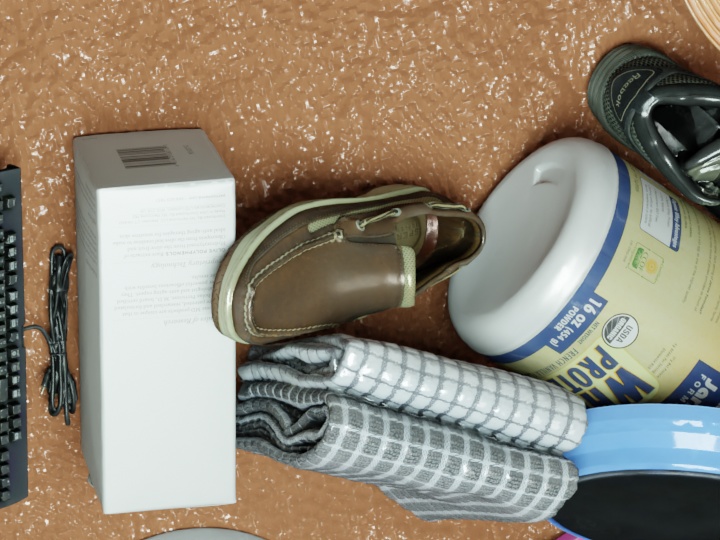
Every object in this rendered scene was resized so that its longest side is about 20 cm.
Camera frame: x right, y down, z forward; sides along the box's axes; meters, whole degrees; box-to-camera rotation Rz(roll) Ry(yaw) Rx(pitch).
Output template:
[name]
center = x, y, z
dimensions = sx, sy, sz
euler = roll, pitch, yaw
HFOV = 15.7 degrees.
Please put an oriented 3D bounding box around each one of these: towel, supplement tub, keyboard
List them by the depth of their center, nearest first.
[keyboard]
center = -0.205, 0.039, 1.514
dimensions = 0.127, 0.021, 0.201
euler = -20, 116, -53
[towel]
center = 0.019, 0.095, 1.529
dimensions = 0.165, 0.200, 0.086
euler = 14, 82, -20
[supplement tub]
center = 0.169, 0.026, 1.576
dimensions = 0.199, 0.144, 0.145
euler = 31, 99, -22

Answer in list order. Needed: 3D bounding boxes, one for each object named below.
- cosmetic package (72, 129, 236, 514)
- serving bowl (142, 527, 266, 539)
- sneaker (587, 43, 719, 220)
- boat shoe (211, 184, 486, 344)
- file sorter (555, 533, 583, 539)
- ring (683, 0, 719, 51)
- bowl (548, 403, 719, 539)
[cosmetic package]
center = -0.121, 0.029, 1.521
dimensions = 0.084, 0.108, 0.201
euler = -5, 111, -13
[serving bowl]
center = -0.100, 0.265, 1.632
dimensions = 0.199, 0.066, 0.201
euler = -5, 110, -14
[sneaker]
center = 0.235, -0.060, 1.582
dimensions = 0.199, 0.114, 0.076
euler = 32, 100, -24
[boat shoe]
center = 0.000, -0.006, 1.501
dimensions = 0.202, 0.075, 0.075
euler = -28, 123, -47
[file sorter]
center = 0.124, 0.276, 1.622
dimensions = 0.199, 0.125, 0.140
euler = -28, 116, -33
[ring]
center = 0.268, -0.201, 1.476
dimensions = 0.199, 0.019, 0.202
euler = -2, 103, -10
[bowl]
center = 0.198, 0.131, 1.557
dimensions = 0.200, 0.201, 0.040
euler = 15, 67, -19
